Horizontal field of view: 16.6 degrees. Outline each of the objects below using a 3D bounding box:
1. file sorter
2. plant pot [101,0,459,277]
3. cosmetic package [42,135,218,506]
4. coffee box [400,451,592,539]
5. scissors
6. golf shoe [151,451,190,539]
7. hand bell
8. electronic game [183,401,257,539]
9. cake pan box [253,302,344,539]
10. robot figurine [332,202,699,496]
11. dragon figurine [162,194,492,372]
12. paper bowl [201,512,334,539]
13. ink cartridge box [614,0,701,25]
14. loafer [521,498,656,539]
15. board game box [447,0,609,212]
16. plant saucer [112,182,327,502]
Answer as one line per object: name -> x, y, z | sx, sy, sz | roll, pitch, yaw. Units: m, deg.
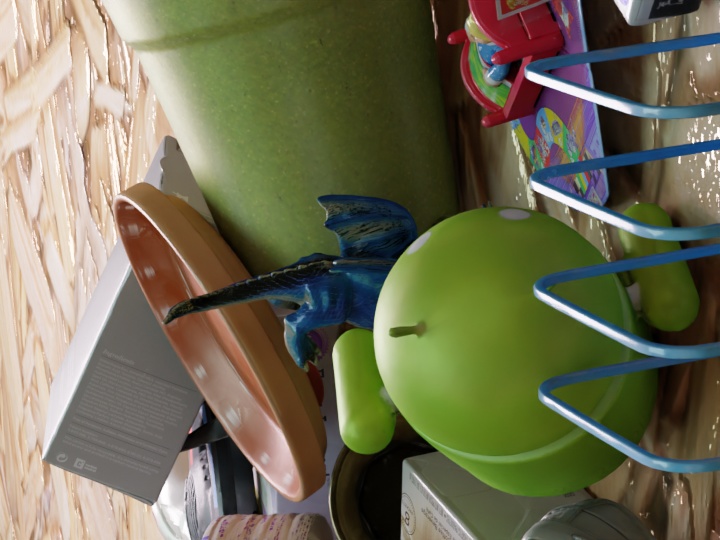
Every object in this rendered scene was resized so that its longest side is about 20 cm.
file sorter -> 0.142, -0.034, 0.990 | 0.139, 0.122, 0.201 | -149, 53, -64
plant pot -> -0.032, -0.099, 1.351 | 0.200, 0.199, 0.185 | 16, 124, 67
cosmetic package -> -0.125, 0.030, 1.549 | 0.201, 0.090, 0.107 | -60, 14, 23
coffee box -> 0.076, 0.205, 1.318 | 0.113, 0.079, 0.201 | -136, 41, -56
scissors -> -0.073, 0.084, 1.509 | 0.200, 0.014, 0.074 | 1, 102, 59
golf shoe -> -0.090, 0.192, 1.777 | 0.201, 0.075, 0.092 | 63, 142, 27
hand bell -> 0.019, 0.132, 1.460 | 0.200, 0.104, 0.105 | 153, 106, -80
electronic game -> -0.097, 0.158, 1.647 | 0.200, 0.041, 0.201 | 175, 90, -81
cake pan box -> -0.046, 0.096, 1.583 | 0.184, 0.052, 0.201 | -134, 40, -72
robot figurine -> 0.074, 0.039, 1.145 | 0.200, 0.175, 0.116 | 42, -152, -69
dragon figurine -> 0.000, 0.000, 1.268 | 0.059, 0.199, 0.100 | -103, 33, -42
paper bowl -> -0.032, 0.240, 1.415 | 0.201, 0.104, 0.202 | -2, -90, -83
ink cartridge box -> 0.114, -0.247, 1.078 | 0.199, 0.043, 0.200 | 103, 148, -47
loafer -> 0.142, 0.188, 1.098 | 0.200, 0.070, 0.070 | 48, 118, 22
board game box -> 0.065, -0.119, 1.205 | 0.158, 0.039, 0.201 | -128, 23, -59
plant saucer -> -0.075, 0.037, 1.391 | 0.201, 0.032, 0.201 | 55, 166, 20
